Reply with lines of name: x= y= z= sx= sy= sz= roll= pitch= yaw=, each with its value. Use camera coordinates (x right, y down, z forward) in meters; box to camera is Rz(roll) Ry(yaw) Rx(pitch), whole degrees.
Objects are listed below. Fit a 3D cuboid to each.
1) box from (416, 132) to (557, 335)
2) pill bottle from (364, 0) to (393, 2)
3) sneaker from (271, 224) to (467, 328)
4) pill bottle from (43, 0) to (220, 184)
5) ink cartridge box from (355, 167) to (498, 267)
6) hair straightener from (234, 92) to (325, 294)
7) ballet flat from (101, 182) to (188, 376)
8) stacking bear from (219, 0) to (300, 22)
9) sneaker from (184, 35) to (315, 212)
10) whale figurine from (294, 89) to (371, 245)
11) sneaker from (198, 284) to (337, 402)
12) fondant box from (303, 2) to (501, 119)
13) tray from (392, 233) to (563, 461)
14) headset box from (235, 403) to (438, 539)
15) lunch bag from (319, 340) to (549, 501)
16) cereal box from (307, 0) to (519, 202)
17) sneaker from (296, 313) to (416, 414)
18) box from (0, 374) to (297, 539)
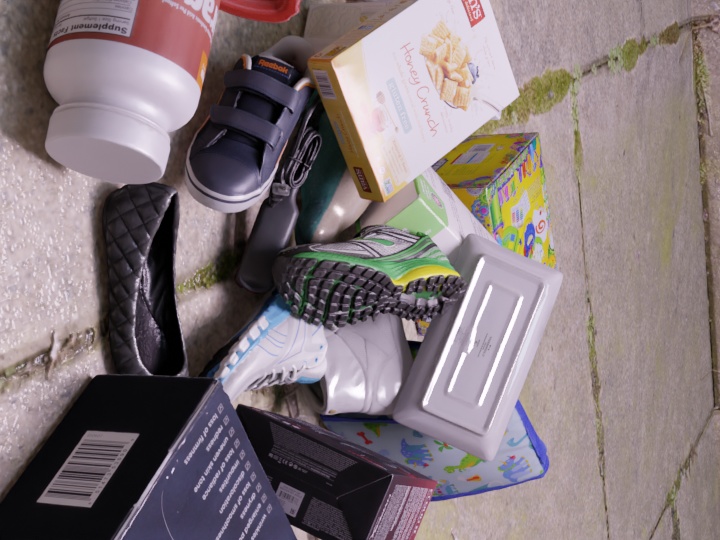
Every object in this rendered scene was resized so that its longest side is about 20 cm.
box: x=0.148 y=-0.046 z=1.420 sx=0.200 sy=0.122 sz=0.193 roll=-43 pitch=127 yaw=-55
pill bottle: x=0.075 y=-0.339 z=1.292 sx=0.200 sy=0.111 sz=0.111 roll=-13 pitch=102 yaw=-62
sneaker: x=0.000 y=0.000 z=1.061 sx=0.200 sy=0.078 sz=0.085 roll=4 pitch=43 yaw=-41
pill bottle: x=-0.164 y=-0.171 z=0.839 sx=0.112 sy=0.112 sz=0.200 roll=36 pitch=59 yaw=-57
ink cartridge box: x=0.085 y=-0.020 z=1.217 sx=0.200 sy=0.084 sz=0.146 roll=46 pitch=17 yaw=-24
hair straightener: x=-0.059 y=-0.072 z=1.026 sx=0.200 sy=0.041 sz=0.077 roll=-65 pitch=-173 yaw=-3
ballet flat: x=-0.161 y=0.030 z=0.903 sx=0.066 sy=0.057 sz=0.200 roll=-27 pitch=114 yaw=-58
stacking bear: x=-0.092 y=-0.324 z=0.983 sx=0.122 sy=0.114 sz=0.200 roll=94 pitch=3 yaw=-50
sneaker: x=-0.092 y=-0.135 z=0.994 sx=0.200 sy=0.078 sz=0.079 roll=-69 pitch=-179 yaw=-48
whale figurine: x=-0.025 y=-0.109 z=1.126 sx=0.200 sy=0.104 sz=0.159 roll=-62 pitch=179 yaw=-18
sneaker: x=-0.072 y=0.075 z=1.024 sx=0.087 sy=0.075 sz=0.200 roll=48 pitch=41 yaw=-7
fondant box: x=0.050 y=-0.215 z=1.207 sx=0.200 sy=0.144 sz=0.058 roll=22 pitch=76 yaw=-60
tray: x=0.116 y=0.071 z=1.108 sx=0.022 sy=0.107 sz=0.200 roll=124 pitch=-11 yaw=-79
headset box: x=-0.025 y=0.188 z=1.021 sx=0.077 sy=0.149 sz=0.200 roll=-67 pitch=160 yaw=-4
lunch bag: x=0.085 y=0.159 z=1.220 sx=0.170 sy=0.200 sz=0.128 roll=58 pitch=42 yaw=-44
cereal box: x=0.054 y=-0.175 z=1.055 sx=0.200 sy=0.040 sz=0.144 roll=-40 pitch=122 yaw=-28
sneaker: x=-0.023 y=0.054 z=1.148 sx=0.074 sy=0.115 sz=0.200 roll=116 pitch=-35 yaw=-46
box: x=-0.157 y=0.213 z=0.841 sx=0.200 sy=0.124 sz=0.197 roll=-60 pitch=139 yaw=-44
